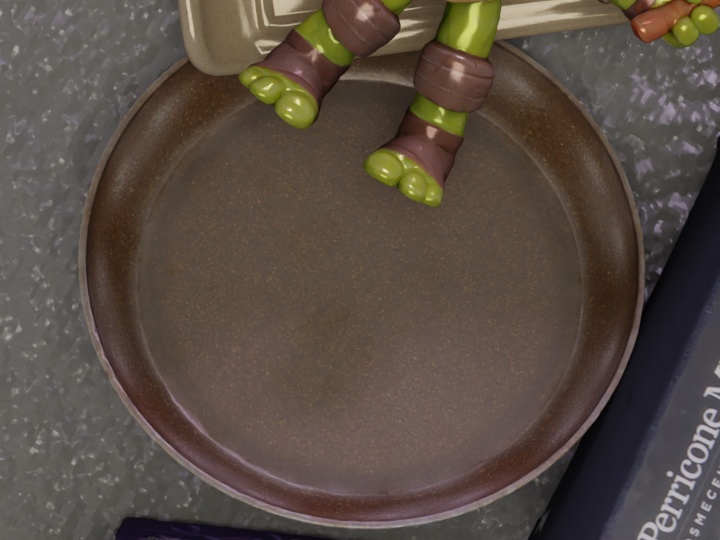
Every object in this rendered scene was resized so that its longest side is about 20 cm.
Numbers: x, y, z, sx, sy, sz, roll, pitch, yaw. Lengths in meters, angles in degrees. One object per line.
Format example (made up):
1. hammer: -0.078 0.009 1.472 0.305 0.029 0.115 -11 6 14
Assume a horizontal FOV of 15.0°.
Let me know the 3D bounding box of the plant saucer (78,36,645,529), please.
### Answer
1. plant saucer: 0.000 0.000 0.968 0.198 0.032 0.202 2 66 -3

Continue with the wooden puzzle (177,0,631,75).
1. wooden puzzle: 0.023 -0.173 0.976 0.198 0.037 0.187 -8 99 -9

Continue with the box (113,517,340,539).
1. box: -0.025 0.166 0.947 0.147 0.200 0.105 7 99 -2

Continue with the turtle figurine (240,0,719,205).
1. turtle figurine: 0.029 -0.115 0.925 0.199 0.064 0.162 31 101 -22

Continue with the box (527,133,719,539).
1. box: 0.191 0.058 0.951 0.199 0.117 0.198 27 78 -4
